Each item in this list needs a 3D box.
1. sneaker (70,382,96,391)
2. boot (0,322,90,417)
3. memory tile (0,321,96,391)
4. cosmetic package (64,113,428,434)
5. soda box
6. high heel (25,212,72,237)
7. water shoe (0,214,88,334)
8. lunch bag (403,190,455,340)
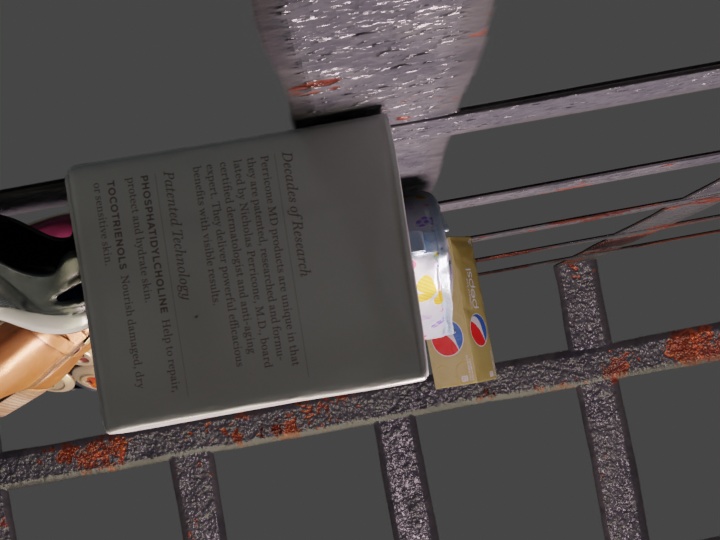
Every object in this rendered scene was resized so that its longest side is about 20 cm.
[{"bbox_3d":[-0.353,0.104,1.461,0.079,0.078,0.200,-49,-142,-10],"label":"sneaker"},{"bbox_3d":[-0.294,0.059,1.084,0.155,0.074,0.200,-38,171,8],"label":"boot"},{"bbox_3d":[-0.324,0.065,1.223,0.153,0.017,0.200,-1,146,13],"label":"memory tile"},{"bbox_3d":[-0.065,0.006,0.844,0.200,0.167,0.167,-10,176,1],"label":"cosmetic package"},{"bbox_3d":[0.126,0.056,1.740,0.068,0.200,0.064,-13,175,33],"label":"soda box"},{"bbox_3d":[-0.183,0.002,0.966,0.200,0.096,0.067,-10,176,-2],"label":"high heel"},{"bbox_3d":[-0.268,-0.012,0.869,0.200,0.079,0.072,6,-141,-3],"label":"water shoe"},{"bbox_3d":[0.000,0.000,1.174,0.169,0.127,0.200,-10,166,3],"label":"lunch bag"}]
